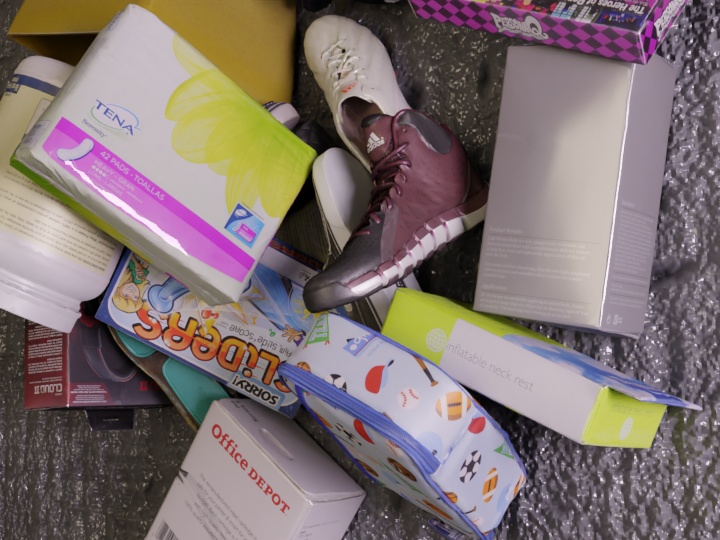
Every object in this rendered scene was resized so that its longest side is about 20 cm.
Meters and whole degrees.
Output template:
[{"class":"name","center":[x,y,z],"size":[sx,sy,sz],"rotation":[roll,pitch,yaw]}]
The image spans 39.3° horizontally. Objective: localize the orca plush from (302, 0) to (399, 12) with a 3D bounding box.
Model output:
[{"class":"orca plush","center":[-0.046,-0.247,0.876],"size":[0.071,0.199,0.106],"rotation":[100,156,-49]}]

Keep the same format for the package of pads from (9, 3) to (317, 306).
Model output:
[{"class":"package of pads","center":[-0.145,-0.090,0.792],"size":[0.068,0.200,0.155],"rotation":[-9,48,57]}]

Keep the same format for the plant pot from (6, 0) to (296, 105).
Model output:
[{"class":"plant pot","center":[-0.173,-0.260,0.954],"size":[0.199,0.200,0.178],"rotation":[10,79,38]}]

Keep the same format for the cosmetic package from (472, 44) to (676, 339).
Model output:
[{"class":"cosmetic package","center":[0.156,-0.059,0.730],"size":[0.106,0.090,0.201],"rotation":[10,88,37]}]

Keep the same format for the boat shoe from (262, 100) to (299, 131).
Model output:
[{"class":"boat shoe","center":[-0.151,-0.115,0.933],"size":[0.200,0.075,0.093],"rotation":[-37,88,26]}]

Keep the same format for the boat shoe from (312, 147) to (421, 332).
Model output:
[{"class":"boat shoe","center":[0.000,0.000,0.829],"size":[0.063,0.071,0.201],"rotation":[-24,90,36]}]

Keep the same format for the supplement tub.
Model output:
[{"class":"supplement tub","center":[-0.262,-0.063,0.860],"size":[0.144,0.145,0.201],"rotation":[19,82,38]}]

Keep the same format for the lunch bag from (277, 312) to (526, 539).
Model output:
[{"class":"lunch bag","center":[0.030,0.120,0.747],"size":[0.160,0.200,0.076],"rotation":[23,67,36]}]

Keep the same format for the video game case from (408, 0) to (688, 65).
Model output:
[{"class":"video game case","center":[0.158,-0.240,0.726],"size":[0.199,0.036,0.182],"rotation":[22,69,37]}]

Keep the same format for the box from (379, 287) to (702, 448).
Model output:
[{"class":"box","center":[0.125,0.072,0.715],"size":[0.199,0.122,0.048],"rotation":[25,97,37]}]

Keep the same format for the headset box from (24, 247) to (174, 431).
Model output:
[{"class":"headset box","center":[-0.249,0.057,0.995],"size":[0.075,0.148,0.201],"rotation":[-9,79,38]}]

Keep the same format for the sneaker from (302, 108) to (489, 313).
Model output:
[{"class":"sneaker","center":[0.012,-0.054,0.760],"size":[0.075,0.200,0.116],"rotation":[-20,100,51]}]

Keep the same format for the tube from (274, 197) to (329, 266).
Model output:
[{"class":"tube","center":[-0.088,-0.004,0.943],"size":[0.199,0.052,0.058],"rotation":[-28,106,28]}]

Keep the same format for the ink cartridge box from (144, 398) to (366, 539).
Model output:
[{"class":"ink cartridge box","center":[-0.104,0.235,0.902],"size":[0.146,0.084,0.201],"rotation":[39,109,34]}]

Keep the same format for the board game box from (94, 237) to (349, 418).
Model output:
[{"class":"board game box","center":[-0.116,0.027,0.890],"size":[0.199,0.034,0.136],"rotation":[27,107,-5]}]

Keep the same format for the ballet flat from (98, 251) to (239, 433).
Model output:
[{"class":"ballet flat","center":[-0.183,0.072,0.955],"size":[0.071,0.071,0.201],"rotation":[-31,98,32]}]

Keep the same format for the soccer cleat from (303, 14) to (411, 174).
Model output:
[{"class":"soccer cleat","center":[-0.001,-0.154,0.867],"size":[0.069,0.077,0.201],"rotation":[-45,60,26]}]

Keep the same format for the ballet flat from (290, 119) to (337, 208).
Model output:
[{"class":"ballet flat","center":[-0.106,-0.065,0.919],"size":[0.199,0.066,0.057],"rotation":[-30,78,10]}]
